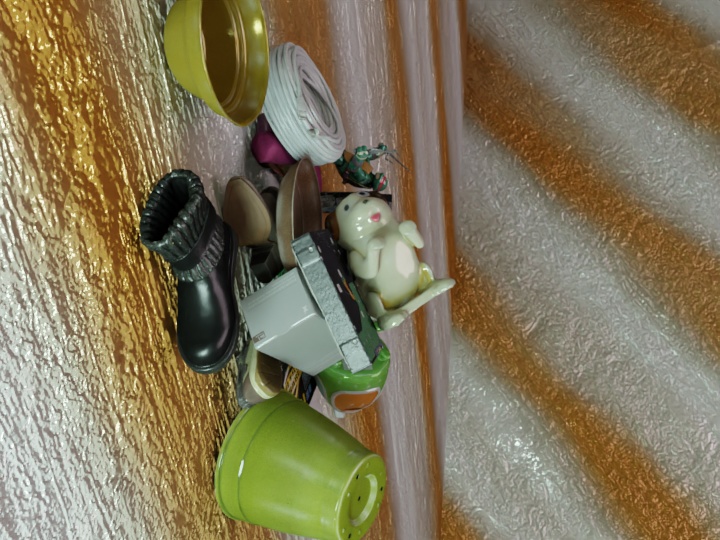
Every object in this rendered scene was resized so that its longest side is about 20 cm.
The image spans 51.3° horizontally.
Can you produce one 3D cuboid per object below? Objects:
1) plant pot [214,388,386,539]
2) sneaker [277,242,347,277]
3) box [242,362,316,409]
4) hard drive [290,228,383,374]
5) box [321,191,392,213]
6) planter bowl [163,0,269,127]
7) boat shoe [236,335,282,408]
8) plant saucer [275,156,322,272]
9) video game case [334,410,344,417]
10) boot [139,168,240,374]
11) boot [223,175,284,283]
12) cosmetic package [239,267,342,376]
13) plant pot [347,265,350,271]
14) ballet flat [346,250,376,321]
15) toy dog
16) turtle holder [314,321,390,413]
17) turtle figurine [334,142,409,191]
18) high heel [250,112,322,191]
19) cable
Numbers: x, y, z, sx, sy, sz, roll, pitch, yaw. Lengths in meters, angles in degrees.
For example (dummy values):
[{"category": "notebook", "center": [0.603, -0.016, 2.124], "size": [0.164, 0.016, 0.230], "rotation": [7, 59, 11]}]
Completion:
[{"category": "plant pot", "center": [-0.072, 0.296, 1.081], "size": [0.199, 0.190, 0.204], "rotation": [-28, 125, -51]}, {"category": "sneaker", "center": [-0.072, -0.035, 1.297], "size": [0.200, 0.084, 0.079], "rotation": [-50, 150, -37]}, {"category": "box", "center": [-0.130, 0.194, 1.234], "size": [0.201, 0.048, 0.162], "rotation": [-68, 156, -53]}, {"category": "hard drive", "center": [-0.031, 0.039, 1.083], "size": [0.202, 0.037, 0.140], "rotation": [64, 11, -1]}, {"category": "box", "center": [-0.026, -0.129, 1.428], "size": [0.200, 0.134, 0.041], "rotation": [-17, 107, -74]}, {"category": "planter bowl", "center": [-0.188, -0.282, 0.934], "size": [0.200, 0.082, 0.205], "rotation": [2, 90, -75]}, {"category": "boat shoe", "center": [-0.154, 0.132, 1.117], "size": [0.074, 0.064, 0.201], "rotation": [54, 11, -17]}, {"category": "plant saucer", "center": [-0.095, -0.071, 1.148], "size": [0.200, 0.036, 0.205], "rotation": [-1, 90, -81]}, {"category": "video game case", "center": [-0.035, 0.181, 1.623], "size": [0.201, 0.022, 0.184], "rotation": [-70, 155, -51]}, {"category": "boot", "center": [-0.203, 0.004, 0.895], "size": [0.158, 0.078, 0.215], "rotation": [70, 15, -68]}, {"category": "boot", "center": [-0.149, -0.085, 1.138], "size": [0.147, 0.069, 0.203], "rotation": [-79, 163, -53]}, {"category": "cosmetic package", "center": [-0.083, 0.082, 1.123], "size": [0.091, 0.106, 0.200], "rotation": [66, 9, 29]}, {"category": "plant pot", "center": [-0.009, 0.026, 1.434], "size": [0.134, 0.197, 0.204], "rotation": [-35, 126, -51]}, {"category": "ballet flat", "center": [0.000, 0.000, 1.299], "size": [0.072, 0.070, 0.204], "rotation": [-53, 144, -64]}, {"category": "toy dog", "center": [0.033, -0.032, 1.185], "size": [0.202, 0.138, 0.194], "rotation": [61, -10, -6]}, {"category": "turtle holder", "center": [-0.030, 0.164, 1.322], "size": [0.139, 0.185, 0.134], "rotation": [-18, 130, -36]}, {"category": "turtle figurine", "center": [-0.008, -0.206, 1.390], "size": [0.102, 0.198, 0.150], "rotation": [-61, 180, 12]}, {"category": "high heel", "center": [-0.119, -0.156, 1.217], "size": [0.200, 0.066, 0.098], "rotation": [46, 35, -48]}, {"category": "cable", "center": [-0.091, -0.263, 1.206], "size": [0.200, 0.068, 0.203], "rotation": [31, 39, -62]}]
